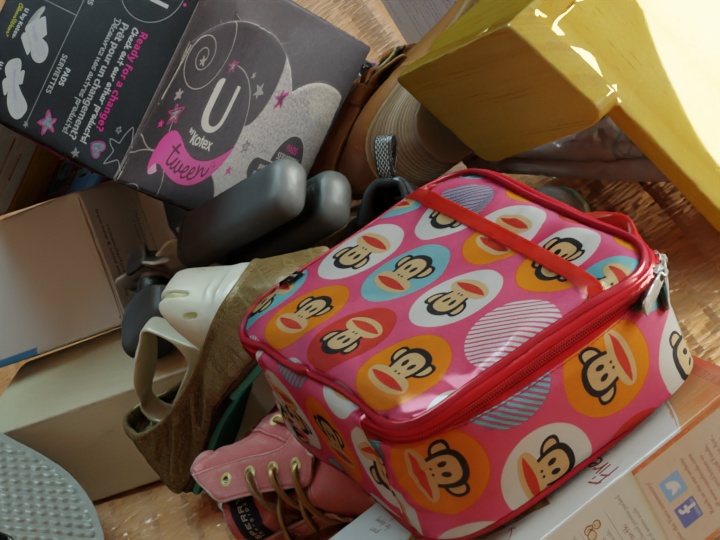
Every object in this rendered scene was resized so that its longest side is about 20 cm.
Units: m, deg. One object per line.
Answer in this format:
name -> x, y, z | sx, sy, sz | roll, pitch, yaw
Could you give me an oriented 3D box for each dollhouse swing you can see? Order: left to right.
dollhouse swing -> 0.170, -0.106, 1.480 | 0.200, 0.176, 0.182 | -43, 10, -25

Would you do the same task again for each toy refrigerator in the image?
toy refrigerator -> -0.118, 0.076, 1.607 | 0.199, 0.070, 0.076 | -21, 27, 35

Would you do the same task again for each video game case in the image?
video game case -> -0.171, -0.095, 1.620 | 0.200, 0.017, 0.143 | -23, -34, -59

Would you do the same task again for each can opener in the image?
can opener -> -0.072, 0.001, 1.498 | 0.200, 0.053, 0.067 | -27, 53, 57

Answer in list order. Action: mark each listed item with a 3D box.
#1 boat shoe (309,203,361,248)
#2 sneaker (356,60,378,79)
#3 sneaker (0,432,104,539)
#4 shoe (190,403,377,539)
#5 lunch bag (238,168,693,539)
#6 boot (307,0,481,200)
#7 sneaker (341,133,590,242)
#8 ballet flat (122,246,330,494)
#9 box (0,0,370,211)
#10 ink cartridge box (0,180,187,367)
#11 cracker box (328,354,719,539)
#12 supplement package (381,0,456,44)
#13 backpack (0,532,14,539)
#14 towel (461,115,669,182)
boat shoe -> 0.000, 0.000, 1.614 | 0.066, 0.074, 0.200 | -18, 5, -36
sneaker -> -0.014, -0.101, 1.724 | 0.199, 0.070, 0.099 | 4, -11, -32
sneaker -> -0.213, 0.151, 1.586 | 0.075, 0.105, 0.200 | -19, 39, -39
shoe -> -0.023, 0.107, 1.394 | 0.091, 0.072, 0.200 | -37, 15, -6
lunch bag -> 0.056, 0.027, 1.266 | 0.176, 0.082, 0.200 | -33, 26, -15
boot -> 0.054, -0.117, 1.617 | 0.201, 0.077, 0.155 | -58, 18, -22
sneaker -> 0.048, -0.020, 1.463 | 0.077, 0.140, 0.200 | -16, 27, 36
ballet flat -> -0.078, 0.041, 1.468 | 0.068, 0.072, 0.200 | -54, -3, -41
box -> -0.101, -0.105, 1.541 | 0.114, 0.200, 0.133 | 26, 92, 26
ink cartridge box -> -0.155, -0.007, 1.723 | 0.144, 0.084, 0.200 | -20, 1, 31
cracker box -> 0.076, 0.112, 1.245 | 0.200, 0.058, 0.134 | -38, 21, -12
supplement package -> 0.120, -0.207, 1.832 | 0.199, 0.110, 0.114 | -13, 29, 44
backpack -> -0.224, 0.196, 1.332 | 0.190, 0.201, 0.154 | -10, 34, 33
towel -> 0.171, -0.126, 1.590 | 0.190, 0.032, 0.200 | 6, 47, 51
